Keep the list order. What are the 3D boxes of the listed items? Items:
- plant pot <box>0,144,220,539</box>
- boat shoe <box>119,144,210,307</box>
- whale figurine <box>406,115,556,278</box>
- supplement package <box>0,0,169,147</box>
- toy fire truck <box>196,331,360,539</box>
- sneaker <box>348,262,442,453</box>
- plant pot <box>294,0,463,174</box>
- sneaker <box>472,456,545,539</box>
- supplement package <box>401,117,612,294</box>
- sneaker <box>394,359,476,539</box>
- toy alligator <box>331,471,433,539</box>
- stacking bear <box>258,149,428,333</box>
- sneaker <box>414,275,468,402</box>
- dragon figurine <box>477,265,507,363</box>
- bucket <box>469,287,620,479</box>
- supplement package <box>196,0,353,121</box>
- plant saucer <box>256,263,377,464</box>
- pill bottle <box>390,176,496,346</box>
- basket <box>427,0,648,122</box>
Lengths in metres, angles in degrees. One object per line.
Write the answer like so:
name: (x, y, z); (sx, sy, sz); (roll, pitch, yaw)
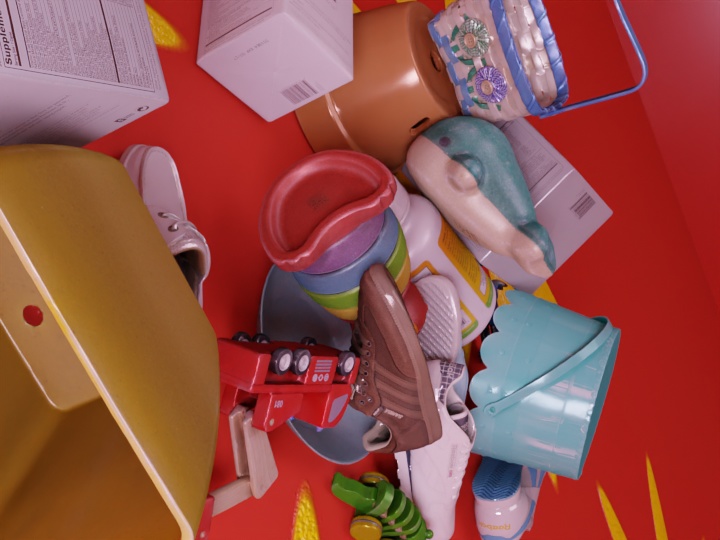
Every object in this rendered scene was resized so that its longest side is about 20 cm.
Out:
plant pot: (-0.185, 0.043, 0.514); (0.202, 0.198, 0.177); (63, 19, -15)
boat shoe: (-0.144, -0.010, 0.726); (0.071, 0.069, 0.203); (21, 56, -53)
whale figurine: (0.138, -0.082, 0.991); (0.200, 0.104, 0.159); (45, -1, 31)
supplement package: (-0.246, -0.129, 0.491); (0.199, 0.189, 0.149); (-6, 78, -61)
toy fire truck: (-0.080, 0.121, 0.720); (0.199, 0.048, 0.143); (11, 94, -59)
sneaker: (0.018, 0.088, 0.817); (0.071, 0.075, 0.202); (-114, -175, -54)
plant pot: (0.028, -0.209, 1.073); (0.200, 0.139, 0.203); (36, 45, -46)
sneaker: (0.180, 0.262, 1.147); (0.200, 0.075, 0.082); (-29, 116, -61)
supplement package: (0.170, -0.105, 1.164); (0.151, 0.151, 0.201); (29, 19, -54)
sneaker: (0.080, 0.188, 0.966); (0.077, 0.079, 0.203); (-64, 145, -68)
toy alligator: (0.043, 0.251, 0.918); (0.201, 0.054, 0.060); (52, 34, -31)
stacking bear: (0.000, 0.000, 0.859); (0.114, 0.121, 0.201); (50, -6, 48)
sneaker: (0.079, 0.091, 1.016); (0.082, 0.073, 0.203); (-39, 137, -58)
dragon figurine: (0.144, 0.042, 1.211); (0.200, 0.058, 0.100); (47, 37, -40)
bucket: (0.211, 0.132, 1.097); (0.207, 0.133, 0.210); (16, 90, -72)
supplement package: (-0.080, -0.274, 0.947); (0.109, 0.113, 0.203); (35, 46, -45)
plant saucer: (-0.043, 0.081, 0.884); (0.201, 0.038, 0.204); (38, 42, -45)
pill bottle: (0.056, -0.011, 1.034); (0.200, 0.110, 0.112); (48, 36, -36)
basket: (0.187, -0.244, 1.015); (0.178, 0.198, 0.139); (65, 29, -8)
